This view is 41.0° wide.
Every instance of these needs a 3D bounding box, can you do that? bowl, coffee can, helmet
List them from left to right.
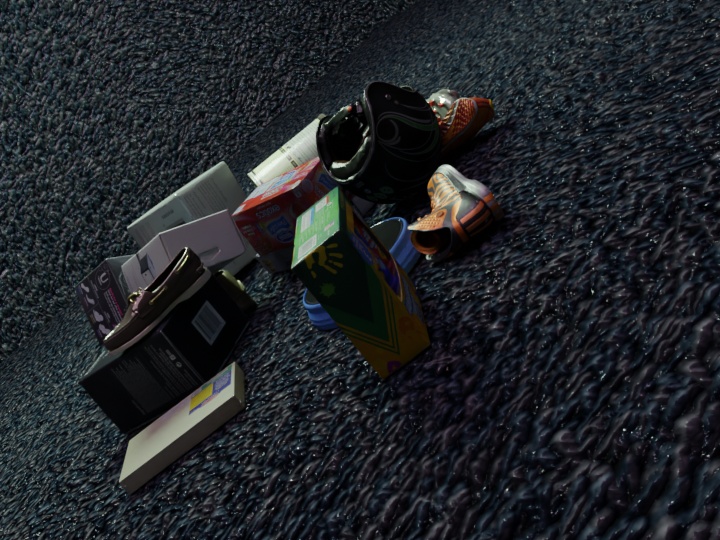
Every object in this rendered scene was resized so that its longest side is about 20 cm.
[{"bbox_3d":[-0.112,-0.202,1.979,0.199,0.147,0.146,-38,16,-4],"label":"coffee can"},{"bbox_3d":[0.000,0.000,1.365,0.200,0.040,0.201,-36,17,13],"label":"bowl"},{"bbox_3d":[0.042,-0.210,1.587,0.189,0.203,0.199,3,-16,-42],"label":"helmet"}]

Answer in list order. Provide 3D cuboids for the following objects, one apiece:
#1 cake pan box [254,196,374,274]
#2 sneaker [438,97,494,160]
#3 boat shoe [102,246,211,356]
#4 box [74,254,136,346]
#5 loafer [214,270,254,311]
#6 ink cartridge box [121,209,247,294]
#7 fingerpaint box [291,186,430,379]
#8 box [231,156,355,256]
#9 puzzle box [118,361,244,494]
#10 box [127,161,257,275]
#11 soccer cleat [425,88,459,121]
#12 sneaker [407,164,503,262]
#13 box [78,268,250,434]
[{"bbox_3d":[-0.078,-0.079,1.746,0.185,0.052,0.199,-50,19,-29],"label":"cake pan box"},{"bbox_3d":[0.155,-0.229,1.655,0.076,0.074,0.199,-4,-16,-38],"label":"sneaker"},{"bbox_3d":[-0.316,0.047,1.457,0.200,0.060,0.072,-43,19,-20],"label":"boat shoe"},{"bbox_3d":[-0.417,0.049,1.838,0.114,0.133,0.199,-35,-13,32],"label":"box"},{"bbox_3d":[-0.244,0.046,1.726,0.076,0.068,0.200,-40,16,-10],"label":"loafer"},{"bbox_3d":[-0.309,-0.019,1.676,0.145,0.087,0.199,-23,-4,-36],"label":"ink cartridge box"},{"bbox_3d":[0.000,0.007,1.126,0.073,0.167,0.200,-36,15,10],"label":"fingerpaint box"},{"bbox_3d":[-0.118,-0.110,1.656,0.199,0.096,0.100,-19,26,45],"label":"box"},{"bbox_3d":[-0.245,0.216,1.339,0.199,0.026,0.133,-37,16,4],"label":"puzzle box"},{"bbox_3d":[-0.328,-0.076,1.983,0.199,0.200,0.171,-23,14,42],"label":"box"},{"bbox_3d":[0.166,-0.322,1.862,0.077,0.070,0.200,-36,13,-6],"label":"soccer cleat"},{"bbox_3d":[0.105,-0.077,1.292,0.112,0.078,0.200,-38,16,-4],"label":"sneaker"},{"bbox_3d":[-0.312,0.129,1.552,0.195,0.124,0.201,-31,17,27],"label":"box"}]
